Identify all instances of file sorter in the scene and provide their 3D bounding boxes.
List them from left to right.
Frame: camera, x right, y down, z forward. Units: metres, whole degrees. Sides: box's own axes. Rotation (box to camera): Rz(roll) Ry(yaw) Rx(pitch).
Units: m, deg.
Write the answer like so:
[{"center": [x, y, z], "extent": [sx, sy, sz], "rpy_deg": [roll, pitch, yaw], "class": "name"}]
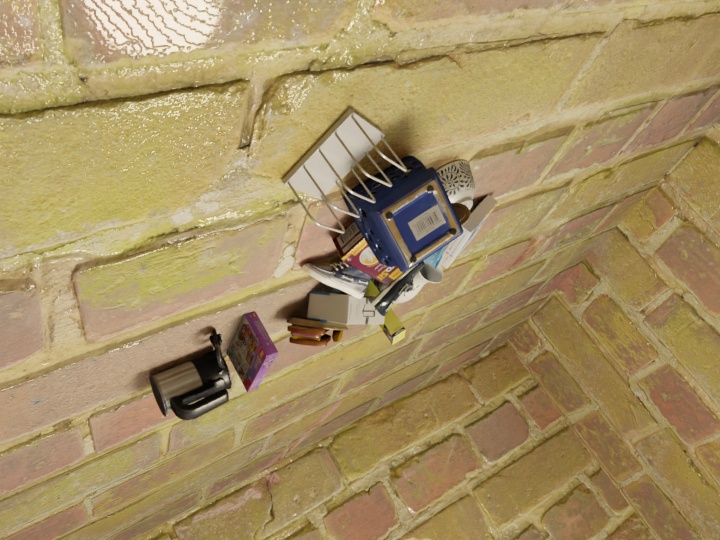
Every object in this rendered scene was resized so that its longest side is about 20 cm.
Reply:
[{"center": [-0.025, -0.191, 1.156], "extent": [0.200, 0.125, 0.139], "rpy_deg": [-43, 156, 18], "class": "file sorter"}]

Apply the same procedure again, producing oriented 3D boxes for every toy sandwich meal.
[{"center": [-0.129, 0.180, 1.683], "extent": [0.204, 0.071, 0.205], "rpy_deg": [7, 177, 0], "class": "toy sandwich meal"}]

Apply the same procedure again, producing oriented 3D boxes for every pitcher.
[{"center": [0.127, 0.014, 1.769], "extent": [0.171, 0.122, 0.200], "rpy_deg": [34, 139, -25], "class": "pitcher"}]

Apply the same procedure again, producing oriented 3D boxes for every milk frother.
[{"center": [-0.443, 0.265, 1.503], "extent": [0.187, 0.180, 0.201], "rpy_deg": [-21, 111, -31], "class": "milk frother"}]

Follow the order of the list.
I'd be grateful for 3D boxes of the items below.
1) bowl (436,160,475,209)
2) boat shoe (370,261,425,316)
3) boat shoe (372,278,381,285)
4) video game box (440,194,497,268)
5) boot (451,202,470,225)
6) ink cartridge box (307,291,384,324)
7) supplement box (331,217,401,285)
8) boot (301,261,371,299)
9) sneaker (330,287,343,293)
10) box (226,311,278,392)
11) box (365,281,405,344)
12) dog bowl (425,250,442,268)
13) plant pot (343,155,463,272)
[{"center": [0.243, -0.193, 1.558], "extent": [0.200, 0.094, 0.201], "rpy_deg": [-29, 158, -13], "class": "bowl"}, {"center": [0.117, 0.046, 1.645], "extent": [0.200, 0.062, 0.075], "rpy_deg": [-44, -177, -9], "class": "boat shoe"}, {"center": [0.100, -0.023, 1.627], "extent": [0.200, 0.062, 0.071], "rpy_deg": [-57, 173, 34], "class": "boat shoe"}, {"center": [0.336, -0.121, 1.807], "extent": [0.200, 0.047, 0.182], "rpy_deg": [-44, 169, -38], "class": "video game box"}, {"center": [0.224, -0.109, 1.498], "extent": [0.199, 0.077, 0.155], "rpy_deg": [-31, 159, 31], "class": "boot"}, {"center": [-0.037, 0.111, 1.687], "extent": [0.145, 0.085, 0.200], "rpy_deg": [4, 178, 33], "class": "ink cartridge box"}, {"center": [0.036, -0.054, 1.483], "extent": [0.110, 0.086, 0.200], "rpy_deg": [-41, 138, 17], "class": "supplement box"}, {"center": [-0.057, -0.001, 1.528], "extent": [0.199, 0.073, 0.091], "rpy_deg": [25, 94, -35], "class": "boot"}, {"center": [0.000, 0.000, 1.631], "extent": [0.199, 0.071, 0.083], "rpy_deg": [-40, 151, 6], "class": "sneaker"}, {"center": [-0.301, 0.227, 1.581], "extent": [0.039, 0.137, 0.200], "rpy_deg": [-14, 150, -39], "class": "box"}, {"center": [0.066, 0.130, 1.794], "extent": [0.050, 0.200, 0.075], "rpy_deg": [-29, 158, -13], "class": "box"}, {"center": [0.237, -0.103, 1.674], "extent": [0.201, 0.049, 0.112], "rpy_deg": [-63, 168, -16], "class": "dog bowl"}, {"center": [0.106, -0.123, 1.293], "extent": [0.199, 0.201, 0.180], "rpy_deg": [-33, -158, -7], "class": "plant pot"}]
